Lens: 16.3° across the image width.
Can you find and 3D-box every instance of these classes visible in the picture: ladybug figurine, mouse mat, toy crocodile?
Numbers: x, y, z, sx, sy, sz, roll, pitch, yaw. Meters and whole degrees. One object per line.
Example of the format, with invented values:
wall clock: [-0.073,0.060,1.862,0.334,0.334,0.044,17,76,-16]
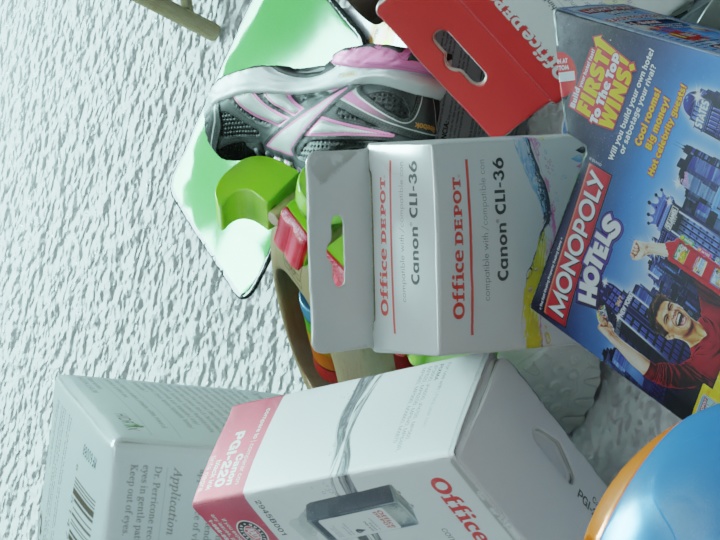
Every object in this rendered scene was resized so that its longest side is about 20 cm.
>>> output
ladybug figurine: [-0.003,0.030,1.594,0.136,0.072,0.201,54,162,40]
mouse mat: [-0.064,-0.100,1.662,0.201,0.007,0.161,-64,34,22]
toy crocodile: [0.000,0.000,1.466,0.200,0.062,0.068,41,150,14]

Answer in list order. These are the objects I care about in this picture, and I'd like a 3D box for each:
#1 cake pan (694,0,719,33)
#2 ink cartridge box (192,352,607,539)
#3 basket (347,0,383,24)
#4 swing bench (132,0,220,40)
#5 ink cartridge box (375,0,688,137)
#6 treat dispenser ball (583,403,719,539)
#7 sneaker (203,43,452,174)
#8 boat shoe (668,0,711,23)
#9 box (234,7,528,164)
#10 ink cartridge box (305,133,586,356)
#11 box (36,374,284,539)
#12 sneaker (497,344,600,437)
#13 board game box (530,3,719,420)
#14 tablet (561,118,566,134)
cake pan: [0.237,-0.075,1.275,0.200,0.037,0.202,9,102,44]
ink cartridge box: [0.026,0.136,1.445,0.199,0.146,0.085,-16,37,36]
basket: [0.059,-0.248,1.503,0.200,0.136,0.181,-35,73,13]
swing bench: [-0.156,-0.300,1.887,0.199,0.199,0.130,-46,44,41]
ink cartridge box: [0.118,-0.180,1.421,0.200,0.116,0.067,-37,18,22]
treat dispenser ball: [0.199,0.157,1.166,0.201,0.200,0.202,-25,59,53]
sneaker: [-0.028,-0.080,1.527,0.200,0.080,0.087,-10,74,53]
boat shoe: [0.192,-0.115,1.421,0.062,0.073,0.200,-44,6,-32]
box: [0.015,-0.108,1.643,0.200,0.101,0.113,7,86,59]
ink cartridge box: [0.069,-0.015,1.375,0.067,0.199,0.117,3,96,56]
box: [-0.114,0.187,1.643,0.200,0.170,0.200,-148,65,-70]
sneaker: [0.072,0.086,1.523,0.200,0.076,0.081,-48,33,37]
board game box: [0.169,-0.045,1.278,0.200,0.061,0.201,39,121,36]
tablet: [0.175,-0.016,1.408,0.200,0.014,0.131,15,106,54]
